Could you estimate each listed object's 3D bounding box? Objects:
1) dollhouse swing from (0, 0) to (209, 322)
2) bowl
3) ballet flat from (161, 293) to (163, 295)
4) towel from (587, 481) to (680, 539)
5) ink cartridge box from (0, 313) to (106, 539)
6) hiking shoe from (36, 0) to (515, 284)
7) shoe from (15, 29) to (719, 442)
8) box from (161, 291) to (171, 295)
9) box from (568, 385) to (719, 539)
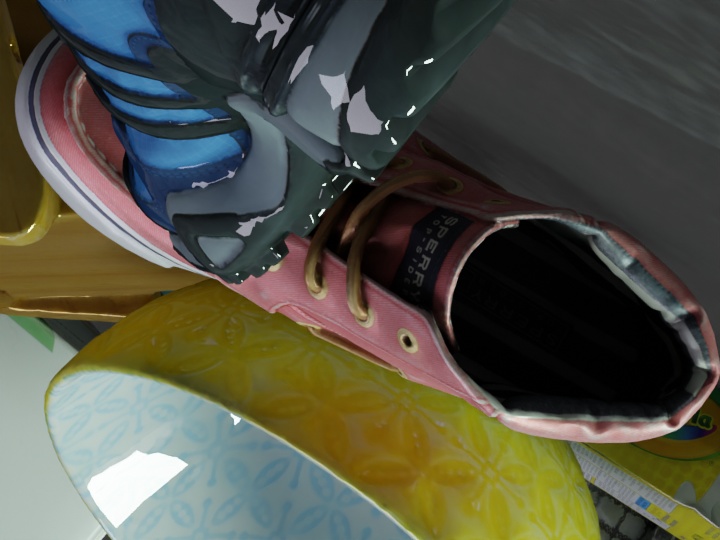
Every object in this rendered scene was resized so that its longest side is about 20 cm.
[{"bbox_3d":[-0.078,-0.069,0.813,0.200,0.175,0.183,55,-162,-79],"label":"dollhouse swing"},{"bbox_3d":[0.007,0.062,0.801,0.199,0.108,0.201,30,153,17],"label":"bowl"},{"bbox_3d":[-0.073,0.068,1.035,0.067,0.067,0.200,51,180,-26],"label":"ballet flat"},{"bbox_3d":[0.140,0.169,1.052,0.085,0.166,0.200,22,171,33],"label":"towel"},{"bbox_3d":[-0.172,0.030,1.014,0.145,0.088,0.200,41,177,-22],"label":"ink cartridge box"},{"bbox_3d":[-0.024,-0.056,0.444,0.087,0.075,0.200,40,165,-3],"label":"hiking shoe"},{"bbox_3d":[0.003,-0.014,0.666,0.199,0.072,0.091,28,175,-13],"label":"shoe"},{"bbox_3d":[-0.038,0.016,1.099,0.082,0.049,0.200,48,-178,0],"label":"box"},{"bbox_3d":[0.164,0.097,0.865,0.199,0.049,0.117,34,175,7],"label":"box"}]
